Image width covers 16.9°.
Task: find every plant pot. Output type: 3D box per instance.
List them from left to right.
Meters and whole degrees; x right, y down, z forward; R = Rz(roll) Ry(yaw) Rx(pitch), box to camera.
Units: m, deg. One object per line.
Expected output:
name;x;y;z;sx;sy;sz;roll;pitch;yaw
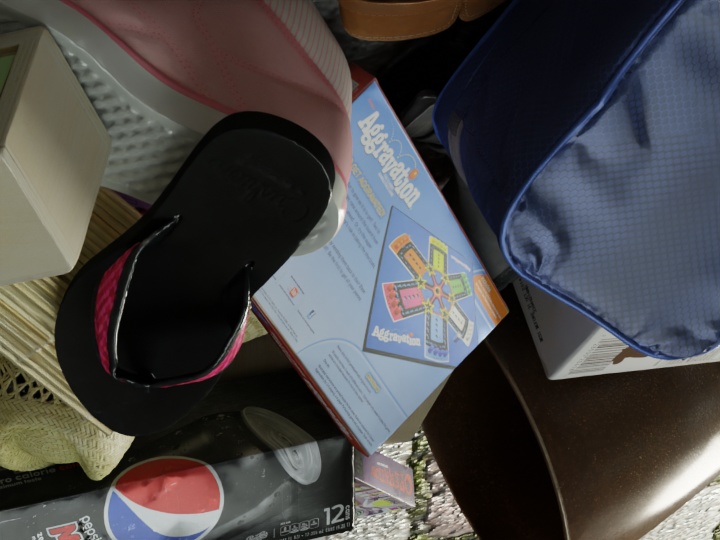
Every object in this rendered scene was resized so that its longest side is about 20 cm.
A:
plant pot;0.152;0.055;1.348;0.199;0.187;0.187;-23;158;-16

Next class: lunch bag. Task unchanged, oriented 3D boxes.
lunch bag;0.133;-0.082;1.021;0.136;0.132;0.200;34;105;-30

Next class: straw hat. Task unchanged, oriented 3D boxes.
straw hat;-0.139;0.053;1.134;0.200;0.085;0.201;6;169;1

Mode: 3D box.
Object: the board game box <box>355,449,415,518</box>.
board game box;-0.059;0.117;1.377;0.120;0.032;0.200;-9;162;21

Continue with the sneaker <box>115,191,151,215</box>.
sneaker;-0.099;-0.033;1.073;0.199;0.084;0.081;-5;153;-25

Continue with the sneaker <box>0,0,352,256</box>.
sneaker;-0.089;-0.091;0.988;0.200;0.105;0.075;27;139;-17

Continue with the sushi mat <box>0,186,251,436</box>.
sushi mat;-0.146;-0.013;1.025;0.096;0.012;0.200;-41;117;18

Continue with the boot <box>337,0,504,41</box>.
boot;-0.002;-0.136;0.939;0.199;0.074;0.155;-10;159;-11

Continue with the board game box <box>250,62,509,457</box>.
board game box;0.000;0.000;1.115;0.103;0.019;0.200;-44;142;-9

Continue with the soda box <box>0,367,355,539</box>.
soda box;-0.105;0.108;1.204;0.199;0.071;0.064;-12;124;-17

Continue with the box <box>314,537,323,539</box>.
box;-0.096;0.148;1.355;0.119;0.042;0.200;1;163;-19

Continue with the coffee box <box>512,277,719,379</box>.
coffee box;0.180;-0.017;1.262;0.199;0.115;0.080;-5;153;-28

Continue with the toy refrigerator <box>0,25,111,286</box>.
toy refrigerator;-0.205;-0.031;0.941;0.199;0.076;0.070;-10;132;20

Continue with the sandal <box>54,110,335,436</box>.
sandal;-0.075;0.012;0.985;0.075;0.045;0.200;24;137;-13

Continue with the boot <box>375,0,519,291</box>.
boot;0.048;-0.061;1.153;0.131;0.070;0.200;9;135;-38

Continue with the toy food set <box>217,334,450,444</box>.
toy food set;-0.033;0.052;1.329;0.143;0.061;0.200;-3;161;-10
